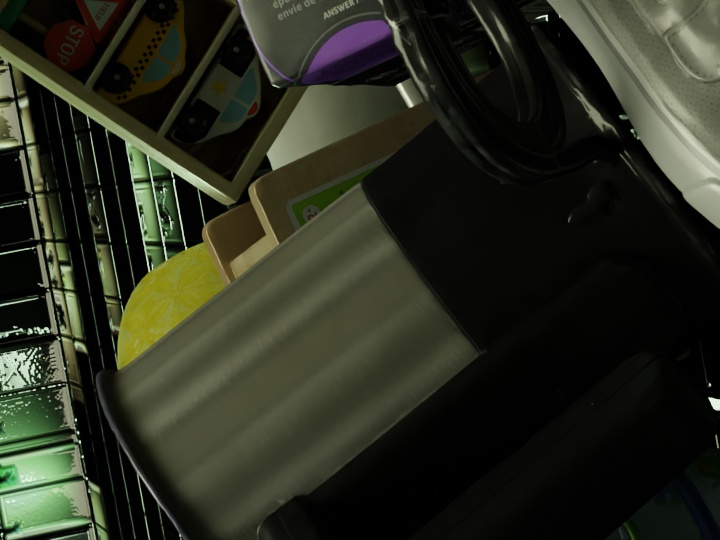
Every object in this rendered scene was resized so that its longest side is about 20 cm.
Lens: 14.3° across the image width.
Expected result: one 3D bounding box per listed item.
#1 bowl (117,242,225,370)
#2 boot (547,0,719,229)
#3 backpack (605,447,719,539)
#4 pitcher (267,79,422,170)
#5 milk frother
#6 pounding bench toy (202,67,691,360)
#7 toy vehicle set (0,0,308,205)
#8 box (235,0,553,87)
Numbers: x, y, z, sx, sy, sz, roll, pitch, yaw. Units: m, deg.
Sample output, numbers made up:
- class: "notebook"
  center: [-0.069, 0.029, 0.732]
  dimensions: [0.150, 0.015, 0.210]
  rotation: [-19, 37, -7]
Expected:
- class: "bowl"
  center: [-0.002, 0.053, 1.303]
  dimensions: [0.108, 0.200, 0.201]
  rotation: [-37, 56, 32]
- class: "boot"
  center: [0.104, -0.088, 0.795]
  dimensions: [0.200, 0.073, 0.096]
  rotation: [49, 149, 26]
- class: "backpack"
  center: [0.103, 0.156, 0.960]
  dimensions: [0.163, 0.153, 0.201]
  rotation: [158, 115, -76]
- class: "pitcher"
  center: [-0.008, -0.108, 1.285]
  dimensions: [0.171, 0.121, 0.201]
  rotation: [23, 136, 52]
- class: "milk frother"
  center: [0.000, 0.000, 0.891]
  dimensions: [0.200, 0.188, 0.181]
  rotation: [50, -175, -17]
- class: "pounding bench toy"
  center: [0.042, 0.041, 1.107]
  dimensions: [0.201, 0.124, 0.156]
  rotation: [64, 167, 1]
- class: "toy vehicle set"
  center: [-0.052, -0.144, 1.150]
  dimensions: [0.200, 0.124, 0.027]
  rotation: [-59, 8, -9]
- class: "box"
  center: [0.003, -0.175, 0.978]
  dimensions: [0.106, 0.122, 0.201]
  rotation: [-12, -100, -67]
